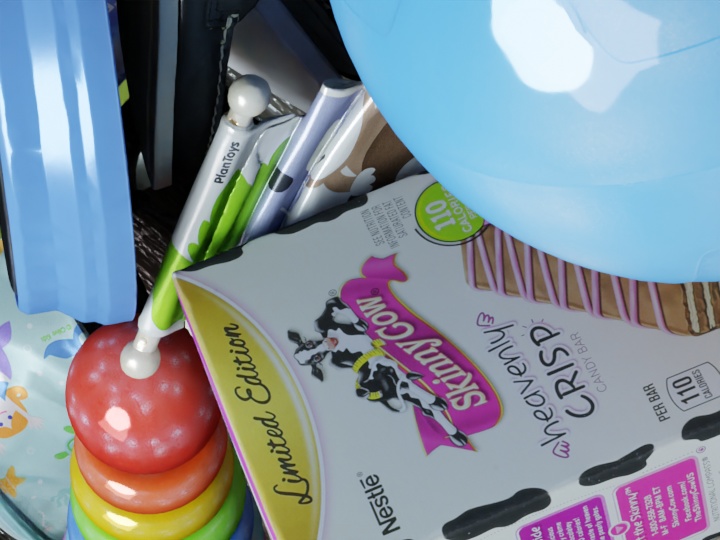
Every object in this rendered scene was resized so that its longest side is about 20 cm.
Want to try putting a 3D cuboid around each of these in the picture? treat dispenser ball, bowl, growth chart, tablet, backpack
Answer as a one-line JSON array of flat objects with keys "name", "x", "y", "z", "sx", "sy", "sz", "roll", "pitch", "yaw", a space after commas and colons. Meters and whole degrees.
[{"name": "treat dispenser ball", "x": 0.088, "y": -0.097, "z": 0.774, "sx": 0.200, "sy": 0.201, "sz": 0.201, "roll": 30, "pitch": 148, "yaw": 21}, {"name": "bowl", "x": -0.105, "y": -0.081, "z": 0.939, "sx": 0.201, "sy": 0.039, "sz": 0.202, "roll": 172, "pitch": 90, "yaw": -83}, {"name": "growth chart", "x": 0.029, "y": -0.025, "z": 0.954, "sx": 0.145, "sy": 0.199, "sz": 0.018, "roll": 110, "pitch": 147, "yaw": -40}, {"name": "tablet", "x": -0.073, "y": -0.111, "z": 1.057, "sx": 0.130, "sy": 0.014, "sz": 0.200, "roll": 49, "pitch": 171, "yaw": -37}, {"name": "backpack", "x": -0.154, "y": 0.018, "z": 1.192, "sx": 0.201, "sy": 0.150, "sz": 0.178, "roll": 56, "pitch": 179, "yaw": 14}]

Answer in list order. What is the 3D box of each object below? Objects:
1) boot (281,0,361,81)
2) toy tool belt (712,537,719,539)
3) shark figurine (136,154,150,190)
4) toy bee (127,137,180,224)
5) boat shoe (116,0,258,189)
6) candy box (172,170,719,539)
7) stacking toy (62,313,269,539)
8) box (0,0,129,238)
[{"name": "boot", "x": 0.002, "y": -0.152, "z": 0.939, "sx": 0.153, "sy": 0.074, "sz": 0.204, "roll": -6, "pitch": 130, "yaw": 50}, {"name": "toy tool belt", "x": 0.196, "y": 0.095, "z": 1.008, "sx": 0.122, "sy": 0.125, "sz": 0.200, "roll": -26, "pitch": 118, "yaw": 20}, {"name": "shark figurine", "x": -0.008, "y": -0.001, "z": 1.138, "sx": 0.215, "sy": 0.127, "sz": 0.090, "roll": 64, "pitch": 165, "yaw": 16}, {"name": "toy bee", "x": 0.000, "y": 0.000, "z": 1.053, "sx": 0.130, "sy": 0.109, "sz": 0.201, "roll": -6, "pitch": 123, "yaw": 8}, {"name": "boat shoe", "x": -0.040, "y": -0.116, "z": 0.902, "sx": 0.075, "sy": 0.066, "sz": 0.201, "roll": -120, "pitch": 28, "yaw": -58}, {"name": "candy box", "x": 0.057, "y": 0.027, "z": 0.904, "sx": 0.061, "sy": 0.199, "sz": 0.137, "roll": 71, "pitch": 175, "yaw": -50}, {"name": "stacking toy", "x": -0.075, "y": 0.079, "z": 1.056, "sx": 0.085, "sy": 0.085, "sz": 0.200, "roll": 33, "pitch": 157, "yaw": 17}, {"name": "box", "x": -0.165, "y": -0.087, "z": 1.107, "sx": 0.200, "sy": 0.122, "sz": 0.048, "roll": 33, "pitch": 165, "yaw": 30}]
